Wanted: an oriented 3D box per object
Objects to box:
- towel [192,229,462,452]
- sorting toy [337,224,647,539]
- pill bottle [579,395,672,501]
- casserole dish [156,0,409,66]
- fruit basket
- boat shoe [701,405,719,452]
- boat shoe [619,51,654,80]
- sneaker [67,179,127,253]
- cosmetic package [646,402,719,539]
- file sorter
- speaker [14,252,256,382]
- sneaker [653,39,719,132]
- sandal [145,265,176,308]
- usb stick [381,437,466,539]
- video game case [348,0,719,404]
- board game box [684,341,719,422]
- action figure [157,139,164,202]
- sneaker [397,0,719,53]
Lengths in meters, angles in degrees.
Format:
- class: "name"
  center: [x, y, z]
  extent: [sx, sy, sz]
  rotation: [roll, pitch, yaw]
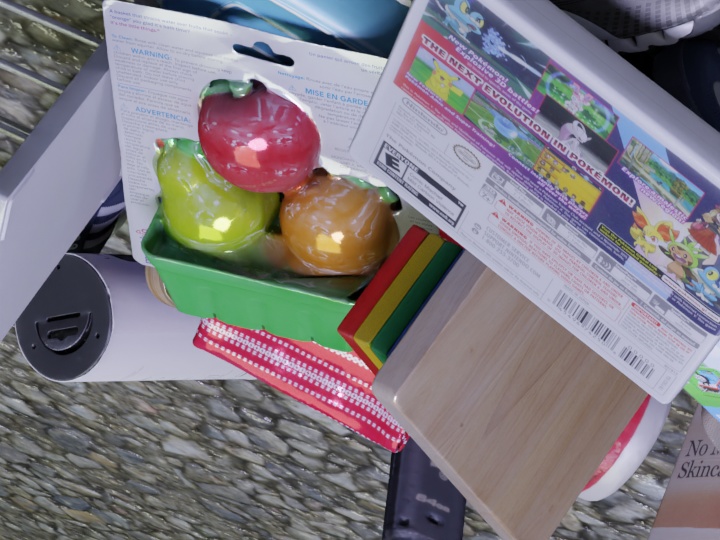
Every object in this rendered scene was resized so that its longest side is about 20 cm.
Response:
- class: "towel"
  center: [0.000, 0.000, 1.613]
  extent: [0.144, 0.022, 0.200]
  rotation: [29, 122, 3]
- class: "sorting toy"
  center: [0.088, 0.020, 1.510]
  extent: [0.069, 0.200, 0.199]
  rotation: [27, 166, 36]
- class: "pill bottle"
  center: [0.080, 0.048, 1.698]
  extent: [0.200, 0.111, 0.111]
  rotation: [28, 159, -14]
- class: "casserole dish"
  center: [-0.027, -0.127, 1.478]
  extent: [0.200, 0.039, 0.121]
  rotation: [29, 160, -19]
- class: "fruit basket"
  center: [-0.043, -0.056, 1.512]
  extent: [0.185, 0.094, 0.201]
  rotation: [12, 133, 14]
- class: "boat shoe"
  center: [0.271, 0.074, 1.555]
  extent: [0.199, 0.074, 0.075]
  rotation: [11, 144, -24]
- class: "boat shoe"
  center: [0.155, -0.054, 1.406]
  extent: [0.200, 0.075, 0.062]
  rotation: [40, -176, -30]
- class: "sneaker"
  center: [-0.191, -0.033, 1.770]
  extent: [0.070, 0.109, 0.200]
  rotation: [38, 161, 5]
- class: "cosmetic package"
  center: [0.236, 0.133, 1.618]
  extent: [0.087, 0.201, 0.103]
  rotation: [35, 155, -28]
- class: "file sorter"
  center: [-0.210, -0.069, 1.531]
  extent: [0.124, 0.200, 0.139]
  rotation: [24, 133, 6]
- class: "speaker"
  center: [-0.126, 0.031, 1.794]
  extent: [0.081, 0.082, 0.200]
  rotation: [8, -176, 35]
- class: "sneaker"
  center: [0.230, -0.058, 1.344]
  extent: [0.200, 0.070, 0.082]
  rotation: [33, 134, -22]
- class: "sandal"
  center: [-0.054, 0.010, 1.777]
  extent: [0.211, 0.078, 0.070]
  rotation: [16, 180, -37]
- class: "usb stick"
  center: [0.045, 0.097, 1.740]
  extent: [0.055, 0.201, 0.033]
  rotation: [30, 136, -25]
- class: "video game case"
  center: [0.094, -0.042, 1.297]
  extent: [0.200, 0.023, 0.182]
  rotation: [39, 151, 7]
- class: "board game box"
  center: [0.181, 0.013, 1.376]
  extent: [0.151, 0.037, 0.200]
  rotation: [0, 146, 50]
- class: "action figure"
  center: [-0.104, -0.065, 1.694]
  extent: [0.065, 0.052, 0.200]
  rotation: [14, 165, 11]
- class: "sneaker"
  center: [0.078, -0.149, 1.268]
  extent: [0.199, 0.067, 0.091]
  rotation: [12, 160, 34]
